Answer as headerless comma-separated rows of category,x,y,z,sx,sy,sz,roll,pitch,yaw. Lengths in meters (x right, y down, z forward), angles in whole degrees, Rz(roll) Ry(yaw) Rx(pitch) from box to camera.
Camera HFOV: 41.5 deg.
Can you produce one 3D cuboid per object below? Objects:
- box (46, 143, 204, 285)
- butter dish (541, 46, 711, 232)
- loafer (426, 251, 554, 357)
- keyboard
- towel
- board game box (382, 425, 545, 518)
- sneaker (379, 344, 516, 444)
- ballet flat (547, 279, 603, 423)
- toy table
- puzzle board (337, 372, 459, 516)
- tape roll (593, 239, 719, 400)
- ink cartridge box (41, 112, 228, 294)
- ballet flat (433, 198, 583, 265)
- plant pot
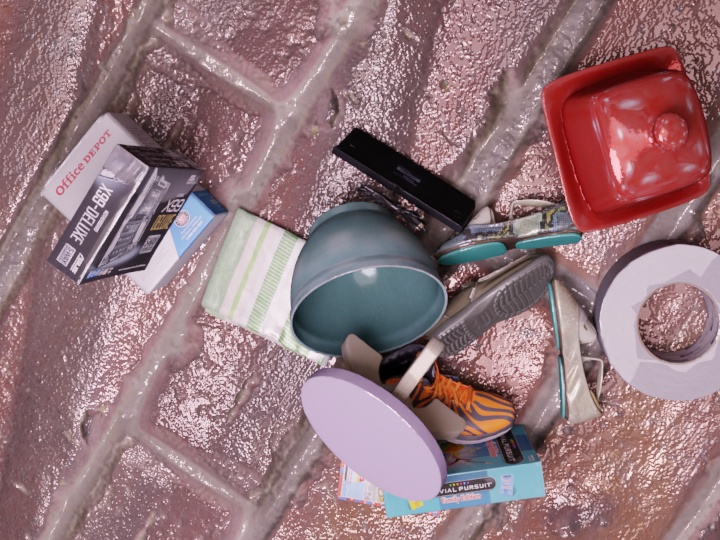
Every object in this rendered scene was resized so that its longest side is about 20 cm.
box,-0.275,-0.070,1.142,0.049,0.200,0.159,35,98,4
butter dish,0.346,-0.162,1.152,0.197,0.148,0.202,-17,96,-8
loafer,0.164,0.031,1.248,0.199,0.070,0.076,-31,136,-5
keyboard,0.050,-0.107,1.223,0.199,0.127,0.021,32,128,6
towel,-0.108,0.025,1.310,0.198,0.023,0.154,25,99,5
board game box,0.127,0.257,1.231,0.197,0.151,0.048,-9,98,2
sneaker,0.108,0.159,1.233,0.197,0.078,0.113,5,136,3
ballet flat,0.286,0.103,1.252,0.061,0.068,0.203,-7,106,9
toy table,0.035,0.170,1.152,0.200,0.117,0.184,47,131,-3
puzzle board,0.051,0.234,1.320,0.148,0.017,0.203,8,98,6
tape roll,0.406,0.063,1.230,0.197,0.066,0.204,1,97,6
ink cartridge box,-0.303,-0.092,1.285,0.200,0.084,0.145,43,100,0
ballet flat,0.191,-0.055,1.248,0.197,0.074,0.075,-9,97,6
plant pot,0.000,0.000,1.205,0.198,0.201,0.136,-18,56,9
